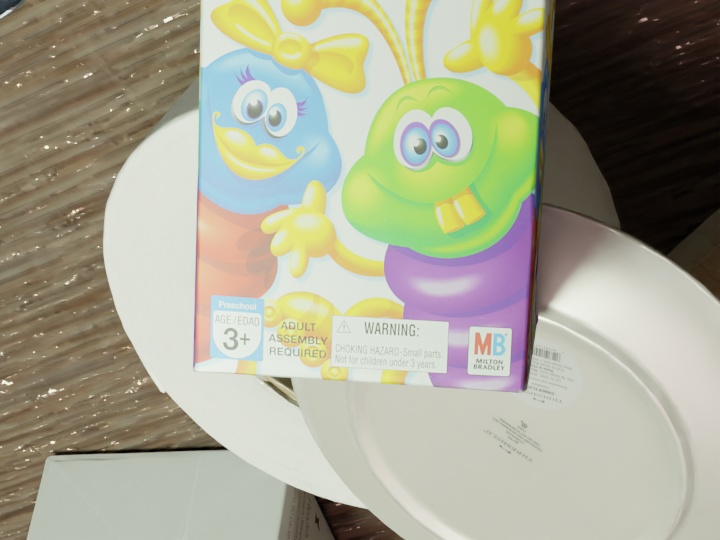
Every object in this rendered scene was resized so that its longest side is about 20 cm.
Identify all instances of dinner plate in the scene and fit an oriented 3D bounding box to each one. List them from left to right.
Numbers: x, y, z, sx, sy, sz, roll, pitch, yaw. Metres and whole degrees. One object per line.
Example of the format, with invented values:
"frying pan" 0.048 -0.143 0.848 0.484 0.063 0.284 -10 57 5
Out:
"dinner plate" 0.061 0.059 0.694 0.200 0.024 0.200 14 130 17

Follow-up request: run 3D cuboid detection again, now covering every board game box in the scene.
"board game box" 0.008 -0.074 0.581 0.105 0.103 0.200 3 101 6

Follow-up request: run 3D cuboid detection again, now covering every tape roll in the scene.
"tape roll" 0.000 0.000 0.742 0.202 0.071 0.203 14 132 17

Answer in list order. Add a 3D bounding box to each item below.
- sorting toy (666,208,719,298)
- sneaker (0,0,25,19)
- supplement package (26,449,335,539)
"sorting toy" 0.219 0.008 0.765 0.200 0.070 0.199 22 141 -17
"sneaker" -0.169 -0.154 0.599 0.146 0.077 0.202 -30 131 23
"supplement package" -0.091 0.230 1.013 0.147 0.192 0.200 -2 142 15
